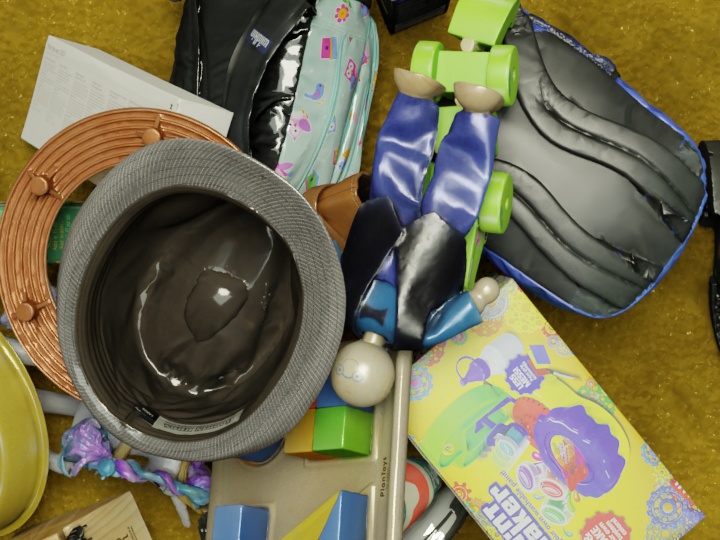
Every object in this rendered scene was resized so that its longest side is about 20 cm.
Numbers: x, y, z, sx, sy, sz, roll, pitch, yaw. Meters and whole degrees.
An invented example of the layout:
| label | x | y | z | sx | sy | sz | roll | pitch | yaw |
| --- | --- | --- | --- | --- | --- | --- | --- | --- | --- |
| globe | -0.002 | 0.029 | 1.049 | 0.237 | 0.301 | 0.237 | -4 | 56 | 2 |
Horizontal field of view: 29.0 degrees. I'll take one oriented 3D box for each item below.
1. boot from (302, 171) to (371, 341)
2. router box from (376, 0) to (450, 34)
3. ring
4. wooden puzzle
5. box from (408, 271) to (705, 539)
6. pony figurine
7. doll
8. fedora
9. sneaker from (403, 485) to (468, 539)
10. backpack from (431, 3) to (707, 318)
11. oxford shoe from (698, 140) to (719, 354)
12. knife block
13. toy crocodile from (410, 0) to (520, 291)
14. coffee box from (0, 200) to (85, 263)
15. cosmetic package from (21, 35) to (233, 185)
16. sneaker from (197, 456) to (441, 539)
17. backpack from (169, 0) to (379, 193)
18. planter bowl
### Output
| label | x | y | z | sx | sy | sz | roll | pitch | yaw |
| --- | --- | --- | --- | --- | --- | --- | --- | --- | --- |
| boot | 0.000 | 0.000 | 0.977 | 0.154 | 0.199 | 0.077 | -24 | 48 | 33 |
| router box | 0.008 | -0.281 | 0.996 | 0.052 | 0.157 | 0.202 | -21 | 92 | 2 |
| ring | -0.144 | -0.004 | 0.904 | 0.197 | 0.019 | 0.203 | 1 | 97 | 6 |
| wooden puzzle | -0.047 | 0.138 | 0.901 | 0.046 | 0.199 | 0.188 | 17 | 69 | -40 |
| box | 0.116 | 0.118 | 0.986 | 0.122 | 0.193 | 0.201 | -39 | 91 | 2 |
| pony figurine | -0.174 | 0.079 | 1.026 | 0.198 | 0.167 | 0.195 | 22 | 112 | 7 |
| doll | 0.023 | -0.016 | 0.844 | 0.135 | 0.048 | 0.203 | 15 | 88 | 19 |
| fedora | -0.090 | 0.015 | 0.843 | 0.175 | 0.090 | 0.202 | 25 | 107 | 6 |
| sneaker | -0.022 | 0.195 | 1.040 | 0.200 | 0.076 | 0.116 | -36 | 90 | 15 |
| backpack | 0.143 | -0.070 | 0.988 | 0.199 | 0.168 | 0.163 | 35 | 97 | 8 |
| oxford shoe | 0.302 | 0.001 | 1.039 | 0.083 | 0.073 | 0.203 | -4 | 92 | 0 |
| knife block | -0.235 | 0.225 | 0.972 | 0.199 | 0.175 | 0.065 | -24 | 91 | 43 |
| toy crocodile | 0.068 | -0.083 | 0.893 | 0.067 | 0.062 | 0.203 | 4 | 87 | 18 |
| coffee box | -0.236 | -0.028 | 1.028 | 0.197 | 0.123 | 0.045 | 0 | 95 | 0 |
| cosmetic package | -0.170 | -0.103 | 0.991 | 0.050 | 0.199 | 0.084 | 7 | 105 | -40 |
| sneaker | -0.026 | 0.174 | 0.990 | 0.199 | 0.093 | 0.071 | -23 | 87 | 40 |
| backpack | -0.064 | -0.126 | 1.003 | 0.126 | 0.166 | 0.203 | 7 | 92 | -43 |
| planter bowl | -0.328 | 0.119 | 1.006 | 0.198 | 0.083 | 0.203 | 11 | 112 | 27 |
